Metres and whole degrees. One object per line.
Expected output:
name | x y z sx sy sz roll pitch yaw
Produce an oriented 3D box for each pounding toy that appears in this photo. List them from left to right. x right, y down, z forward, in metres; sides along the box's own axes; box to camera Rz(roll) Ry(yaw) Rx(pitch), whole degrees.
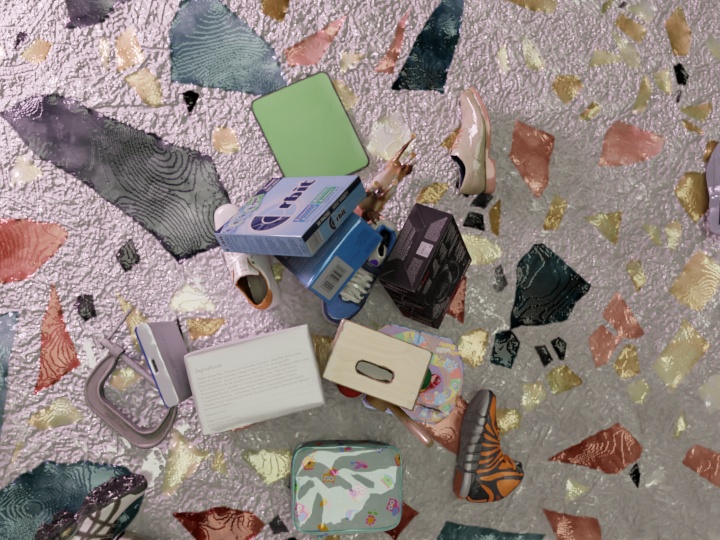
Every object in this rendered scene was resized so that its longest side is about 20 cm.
pounding toy | 0.038 0.183 1.313 0.200 0.184 0.142 20 82 2

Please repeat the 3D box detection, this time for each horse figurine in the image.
horse figurine | 0.046 -0.149 1.380 0.050 0.133 0.200 35 61 -2

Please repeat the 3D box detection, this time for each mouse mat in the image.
mouse mat | -0.092 -0.250 1.460 0.161 0.008 0.200 -25 87 -10

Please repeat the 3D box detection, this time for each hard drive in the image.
hard drive | -0.307 0.147 1.290 0.025 0.200 0.132 -22 88 -3

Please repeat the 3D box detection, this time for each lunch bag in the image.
lunch bag | -0.029 0.375 1.371 0.200 0.077 0.161 1 86 -8

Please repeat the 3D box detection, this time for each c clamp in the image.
c clamp | -0.379 0.192 1.342 0.200 0.027 0.171 42 92 10

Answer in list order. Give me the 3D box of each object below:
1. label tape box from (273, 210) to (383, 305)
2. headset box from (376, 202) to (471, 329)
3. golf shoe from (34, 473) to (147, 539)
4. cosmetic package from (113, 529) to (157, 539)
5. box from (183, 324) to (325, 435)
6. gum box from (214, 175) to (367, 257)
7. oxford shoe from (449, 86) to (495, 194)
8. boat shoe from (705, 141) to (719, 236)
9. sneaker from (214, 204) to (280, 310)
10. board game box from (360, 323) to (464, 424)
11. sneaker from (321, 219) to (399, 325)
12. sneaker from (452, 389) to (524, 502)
label tape box | -0.066 -0.048 1.365 0.063 0.200 0.144 38 91 -34
headset box | 0.117 0.000 1.377 0.077 0.200 0.149 21 75 25
golf shoe | -0.430 0.416 1.320 0.200 0.078 0.095 -31 107 -8
cosmetic package | -0.387 0.537 1.291 0.087 0.103 0.200 18 80 -4
box | -0.171 0.173 1.307 0.200 0.199 0.131 -14 87 -8
gum box | -0.115 -0.092 1.316 0.170 0.200 0.045 -51 130 -37
oxford shoe | 0.200 -0.238 1.470 0.074 0.071 0.200 -8 85 -6
boat shoe | 0.714 -0.156 1.546 0.067 0.074 0.200 18 80 -34
sneaker | -0.198 -0.026 1.377 0.073 0.085 0.200 -28 88 9
board game box | 0.094 0.184 1.426 0.200 0.039 0.158 16 82 -7
sneaker | 0.000 0.000 1.377 0.081 0.146 0.200 31 81 -4
sneaker | 0.237 0.315 1.424 0.112 0.078 0.200 11 94 -11
